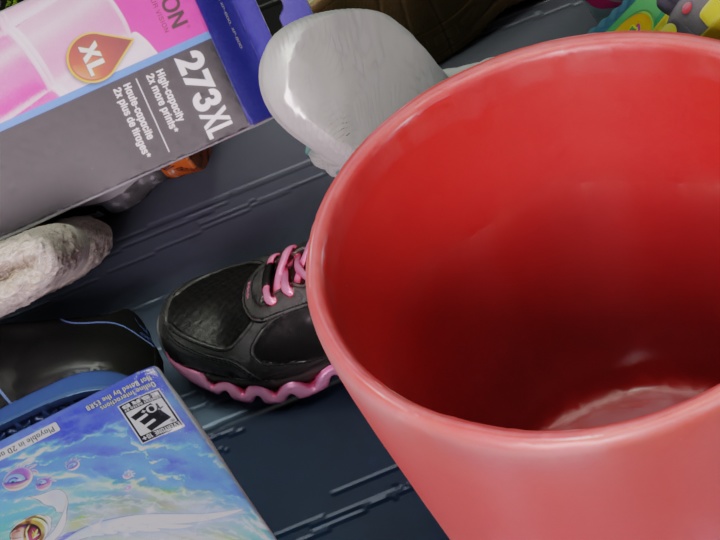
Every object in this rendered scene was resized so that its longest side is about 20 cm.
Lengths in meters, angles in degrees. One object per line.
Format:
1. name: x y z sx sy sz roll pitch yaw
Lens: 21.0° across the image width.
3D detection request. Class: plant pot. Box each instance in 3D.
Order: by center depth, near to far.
1. plant pot: 0.094 0.042 0.716 0.200 0.177 0.201 -10 43 10

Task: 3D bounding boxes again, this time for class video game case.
1. video game case: -0.120 0.141 0.696 0.200 0.045 0.181 -27 46 -15

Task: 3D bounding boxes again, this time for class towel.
1. towel: -0.212 0.028 0.885 0.200 0.035 0.133 -24 4 5

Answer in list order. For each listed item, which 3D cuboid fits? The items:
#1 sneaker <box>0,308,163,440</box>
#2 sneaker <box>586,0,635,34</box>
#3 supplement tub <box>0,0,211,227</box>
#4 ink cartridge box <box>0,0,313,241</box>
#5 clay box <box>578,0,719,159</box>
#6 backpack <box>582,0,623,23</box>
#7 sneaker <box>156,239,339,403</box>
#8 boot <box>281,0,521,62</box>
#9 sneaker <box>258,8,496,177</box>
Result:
1. sneaker: -0.183 0.070 0.874 0.200 0.070 0.078 -13 32 4
2. sneaker: 0.153 -0.086 0.867 0.200 0.081 0.077 -36 29 6
3. supplement tub: -0.183 -0.079 0.976 0.200 0.123 0.123 -10 44 10
4. ink cartridge box: -0.116 -0.087 0.891 0.200 0.095 0.037 -24 6 -1
5. clay box: 0.170 -0.092 0.770 0.200 0.115 0.048 -45 42 31
6. backpack: 0.176 -0.213 0.947 0.150 0.178 0.200 13 56 36
7. sneaker: 0.000 0.000 0.854 0.200 0.095 0.079 -8 47 13
8. boot: 0.018 -0.186 1.048 0.200 0.073 0.155 -32 45 -15
9. sneaker: 0.003 -0.066 0.879 0.088 0.200 0.075 -10 81 32
